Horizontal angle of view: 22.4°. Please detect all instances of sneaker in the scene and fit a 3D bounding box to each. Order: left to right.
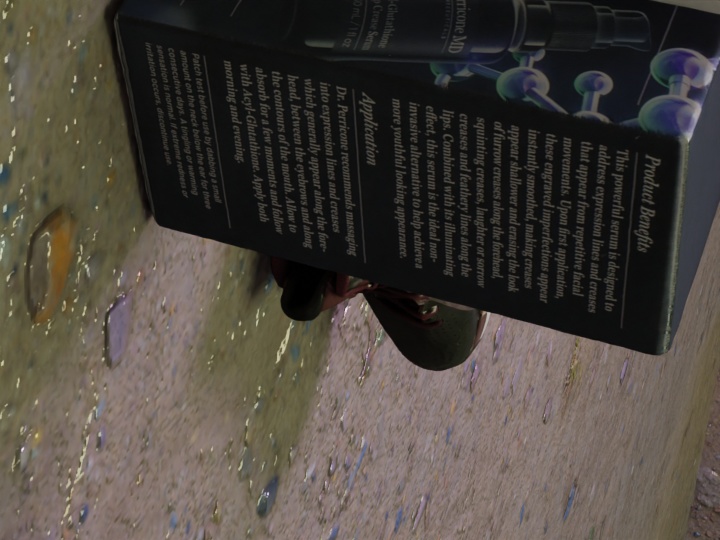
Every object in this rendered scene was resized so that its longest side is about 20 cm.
[{"bbox_3d":[0.000,0.000,0.847,0.116,0.075,0.201,-57,145,-36],"label":"sneaker"}]

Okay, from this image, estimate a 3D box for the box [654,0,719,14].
[{"bbox_3d":[0.038,-0.176,0.574,0.125,0.199,0.098,86,24,-49],"label":"box"}]

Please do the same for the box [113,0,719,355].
[{"bbox_3d":[0.037,-0.078,0.652,0.107,0.199,0.149,86,24,-48],"label":"box"}]
